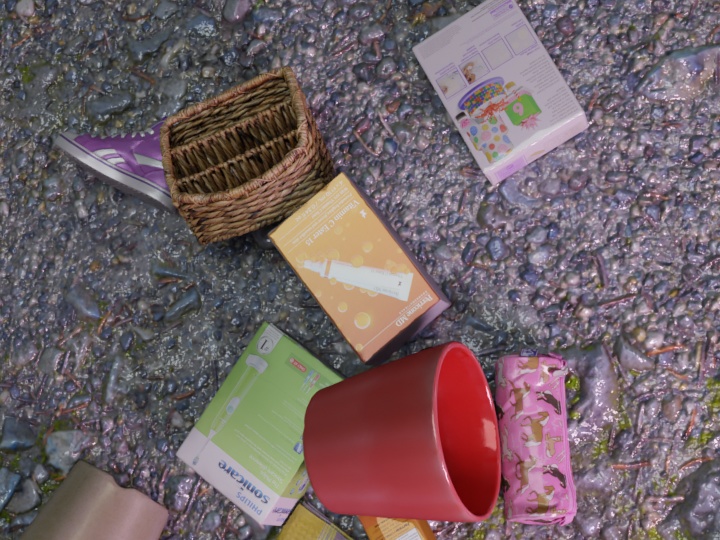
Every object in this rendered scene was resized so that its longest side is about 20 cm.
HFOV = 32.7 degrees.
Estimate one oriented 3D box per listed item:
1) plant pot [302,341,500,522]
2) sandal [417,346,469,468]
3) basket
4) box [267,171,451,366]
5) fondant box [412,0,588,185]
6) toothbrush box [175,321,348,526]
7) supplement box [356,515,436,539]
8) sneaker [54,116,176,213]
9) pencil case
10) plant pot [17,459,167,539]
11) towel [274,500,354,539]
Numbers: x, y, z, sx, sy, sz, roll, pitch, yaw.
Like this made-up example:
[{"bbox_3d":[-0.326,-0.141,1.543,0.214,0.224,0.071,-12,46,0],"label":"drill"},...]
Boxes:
[{"bbox_3d":[0.043,0.191,1.367,0.175,0.200,0.203,-12,73,23],"label":"plant pot"},{"bbox_3d":[0.102,0.189,1.476,0.074,0.045,0.202,-11,60,8],"label":"sandal"},{"bbox_3d":[-0.149,-0.141,1.543,0.198,0.143,0.150,-20,115,11],"label":"basket"},{"bbox_3d":[0.000,0.000,1.502,0.124,0.097,0.201,-39,79,6],"label":"box"},{"bbox_3d":[0.175,-0.231,1.542,0.143,0.058,0.201,-31,70,8],"label":"fondant box"},{"bbox_3d":[-0.107,0.189,1.511,0.145,0.086,0.201,33,87,21],"label":"toothbrush box"},{"bbox_3d":[0.073,0.359,1.427,0.068,0.067,0.201,-33,69,7],"label":"supplement box"},{"bbox_3d":[-0.311,-0.167,1.671,0.199,0.073,0.115,25,81,10],"label":"sneaker"},{"bbox_3d":[0.203,0.194,1.420,0.082,0.086,0.203,2,76,-17],"label":"pencil case"},{"bbox_3d":[-0.333,0.344,1.501,0.199,0.201,0.185,24,73,20],"label":"plant pot"},{"bbox_3d":[-0.071,0.396,1.484,0.143,0.023,0.201,35,89,20],"label":"towel"}]
